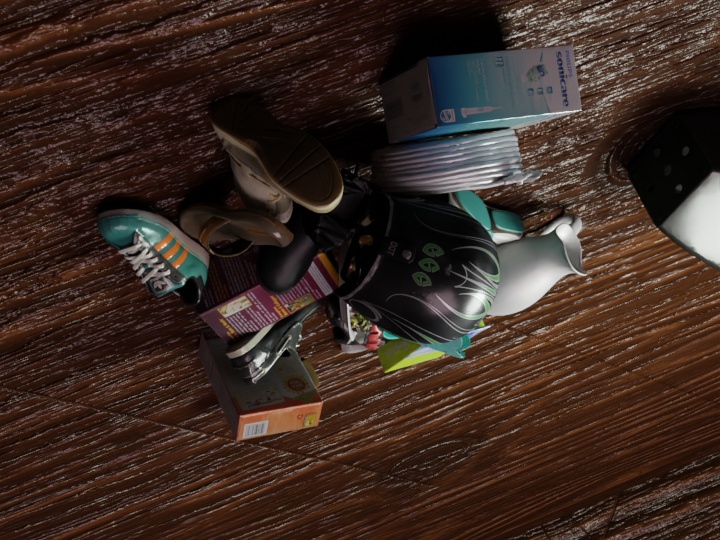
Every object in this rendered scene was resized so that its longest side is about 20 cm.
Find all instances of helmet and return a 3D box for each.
[{"bbox_3d":[0.083,0.002,1.155,0.191,0.200,0.200,22,129,-18],"label":"helmet"}]

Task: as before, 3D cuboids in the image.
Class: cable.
[{"bbox_3d":[0.109,-0.138,1.190,0.200,0.069,0.200,-9,-173,-19],"label":"cable"}]

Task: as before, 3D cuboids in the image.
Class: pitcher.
[{"bbox_3d":[0.278,-0.015,1.527,0.200,0.172,0.121,-28,108,32],"label":"pitcher"}]

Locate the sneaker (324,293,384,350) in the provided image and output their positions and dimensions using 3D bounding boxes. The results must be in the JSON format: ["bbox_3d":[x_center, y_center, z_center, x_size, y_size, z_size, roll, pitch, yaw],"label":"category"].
[{"bbox_3d":[-0.006,0.044,1.444,0.098,0.071,0.201,-2,126,-11],"label":"sneaker"}]

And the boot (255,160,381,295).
[{"bbox_3d":[-0.058,-0.048,1.163,0.073,0.162,0.198,34,88,-18],"label":"boot"}]

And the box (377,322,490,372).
[{"bbox_3d":[0.120,0.115,1.540,0.122,0.048,0.200,-13,165,-24],"label":"box"}]

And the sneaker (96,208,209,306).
[{"bbox_3d":[-0.265,-0.014,1.192,0.071,0.080,0.200,-16,152,25],"label":"sneaker"}]

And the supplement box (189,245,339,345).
[{"bbox_3d":[-0.137,0.012,1.319,0.200,0.086,0.110,-27,148,3],"label":"supplement box"}]

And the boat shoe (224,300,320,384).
[{"bbox_3d":[-0.125,0.100,1.403,0.072,0.068,0.200,-21,-166,43],"label":"boat shoe"}]

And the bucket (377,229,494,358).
[{"bbox_3d":[0.111,0.022,1.363,0.135,0.207,0.207,13,149,14],"label":"bucket"}]

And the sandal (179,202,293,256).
[{"bbox_3d":[-0.168,-0.045,1.160,0.080,0.200,0.054,39,68,-43],"label":"sandal"}]

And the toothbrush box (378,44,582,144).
[{"bbox_3d":[0.145,-0.214,1.120,0.200,0.085,0.146,-9,-177,-20],"label":"toothbrush box"}]

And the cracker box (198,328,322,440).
[{"bbox_3d":[-0.158,0.165,1.412,0.134,0.200,0.058,-6,129,-25],"label":"cracker box"}]

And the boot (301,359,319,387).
[{"bbox_3d":[-0.166,0.216,1.562,0.155,0.073,0.200,-29,176,12],"label":"boot"}]

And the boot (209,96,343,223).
[{"bbox_3d":[-0.092,-0.104,1.095,0.072,0.200,0.155,-42,154,-21],"label":"boot"}]

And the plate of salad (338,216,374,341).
[{"bbox_3d":[0.000,0.000,1.293,0.048,0.200,0.200,1,146,4],"label":"plate of salad"}]

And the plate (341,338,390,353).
[{"bbox_3d":[0.057,0.071,1.578,0.200,0.032,0.200,-19,146,-8],"label":"plate"}]

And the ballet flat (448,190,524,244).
[{"bbox_3d":[0.183,-0.075,1.429,0.069,0.069,0.200,-42,146,25],"label":"ballet flat"}]

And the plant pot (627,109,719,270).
[{"bbox_3d":[0.555,-0.141,1.468,0.177,0.200,0.200,11,135,-26],"label":"plant pot"}]
